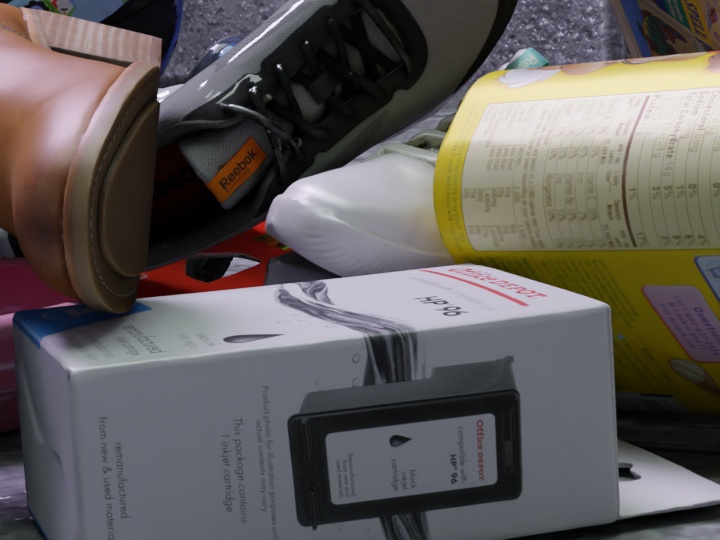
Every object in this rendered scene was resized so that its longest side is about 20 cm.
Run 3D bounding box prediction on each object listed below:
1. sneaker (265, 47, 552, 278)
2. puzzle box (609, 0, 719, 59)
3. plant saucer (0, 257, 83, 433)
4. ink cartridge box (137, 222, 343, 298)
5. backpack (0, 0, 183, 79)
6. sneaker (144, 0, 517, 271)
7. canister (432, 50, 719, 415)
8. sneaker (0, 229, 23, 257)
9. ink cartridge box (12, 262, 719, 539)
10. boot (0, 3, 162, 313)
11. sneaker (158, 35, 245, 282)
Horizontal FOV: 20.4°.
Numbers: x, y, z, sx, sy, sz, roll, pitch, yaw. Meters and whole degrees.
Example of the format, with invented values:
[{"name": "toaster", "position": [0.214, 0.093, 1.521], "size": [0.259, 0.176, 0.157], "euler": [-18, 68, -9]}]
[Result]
[{"name": "sneaker", "position": [0.045, -0.040, 0.745], "size": [0.075, 0.089, 0.199], "euler": [28, 20, 37]}, {"name": "puzzle box", "position": [0.149, -0.059, 0.753], "size": [0.025, 0.200, 0.133], "euler": [-40, 47, -6]}, {"name": "plant saucer", "position": [-0.185, 0.033, 0.813], "size": [0.198, 0.051, 0.201], "euler": [-3, 9, 0]}, {"name": "ink cartridge box", "position": [0.000, 0.000, 0.816], "size": [0.172, 0.044, 0.200], "euler": [20, 15, 17]}, {"name": "backpack", "position": [-0.177, -0.116, 0.858], "size": [0.199, 0.184, 0.135], "euler": [-31, 4, 3]}, {"name": "sneaker", "position": [-0.023, -0.060, 0.736], "size": [0.199, 0.074, 0.079], "euler": [-35, 15, 11]}, {"name": "canister", "position": [0.138, -0.010, 0.655], "size": [0.199, 0.149, 0.087], "euler": [0, 53, 42]}, {"name": "sneaker", "position": [-0.213, 0.002, 0.982], "size": [0.198, 0.072, 0.083], "euler": [-17, 7, -14]}, {"name": "ink cartridge box", "position": [0.002, 0.041, 0.610], "size": [0.198, 0.069, 0.116], "euler": [-6, 9, -18]}, {"name": "boot", "position": [-0.141, -0.041, 0.624], "size": [0.153, 0.074, 0.200], "euler": [5, 15, -7]}, {"name": "sneaker", "position": [-0.094, -0.047, 0.901], "size": [0.077, 0.085, 0.200], "euler": [-39, -11, -35]}]
